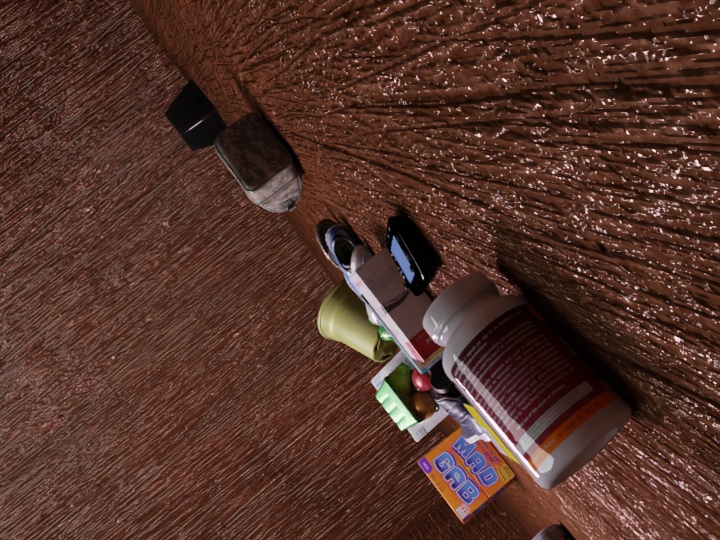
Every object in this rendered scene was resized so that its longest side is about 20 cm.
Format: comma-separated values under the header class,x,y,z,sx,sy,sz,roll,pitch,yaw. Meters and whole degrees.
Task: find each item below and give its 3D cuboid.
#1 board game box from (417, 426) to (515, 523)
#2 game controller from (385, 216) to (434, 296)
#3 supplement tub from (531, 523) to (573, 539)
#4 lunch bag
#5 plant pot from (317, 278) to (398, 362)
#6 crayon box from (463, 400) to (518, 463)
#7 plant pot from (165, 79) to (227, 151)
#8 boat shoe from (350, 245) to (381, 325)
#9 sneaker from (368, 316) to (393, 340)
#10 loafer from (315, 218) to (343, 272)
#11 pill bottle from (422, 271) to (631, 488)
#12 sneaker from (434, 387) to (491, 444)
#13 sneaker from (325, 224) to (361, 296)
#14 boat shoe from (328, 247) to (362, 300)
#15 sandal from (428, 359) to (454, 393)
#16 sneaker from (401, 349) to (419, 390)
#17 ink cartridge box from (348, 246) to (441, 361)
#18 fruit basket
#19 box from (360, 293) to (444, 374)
class,x,y,z,sx,sy,sz,roll,pitch,yaw
board game box,0.312,0.591,2.078,0.200,0.199,0.200,50,174,23
game controller,0.069,-0.019,1.052,0.105,0.042,0.200,52,174,8
supplement tub,0.513,0.745,1.762,0.200,0.122,0.123,48,173,38
lunch bag,-0.230,-0.242,1.662,0.200,0.139,0.168,51,174,23
plant pot,0.018,0.141,1.895,0.184,0.201,0.201,33,164,36
crayon box,0.265,0.291,1.328,0.127,0.051,0.200,52,175,3
plant pot,-0.673,-0.612,2.907,0.200,0.177,0.200,49,174,22
boat shoe,0.040,0.034,1.549,0.071,0.070,0.202,5,126,38
sneaker,0.091,0.137,1.621,0.200,0.084,0.074,34,163,51
loafer,-0.052,-0.046,1.750,0.201,0.076,0.067,56,168,-27
pill bottle,0.154,0.099,0.696,0.200,0.113,0.113,50,174,28
sneaker,0.224,0.304,1.552,0.146,0.077,0.202,41,164,6
sneaker,-0.013,-0.006,1.603,0.201,0.078,0.089,54,-174,-15
boat shoe,0.000,0.000,1.695,0.201,0.072,0.068,53,-168,-19
sandal,0.181,0.219,1.496,0.045,0.075,0.200,55,-178,-7
sneaker,0.170,0.263,1.750,0.201,0.078,0.089,55,177,-22
ink cartridge box,0.074,0.060,1.298,0.201,0.083,0.147,52,174,0
fruit basket,0.140,0.270,1.664,0.186,0.200,0.094,49,-158,16
box,0.092,0.107,1.454,0.201,0.082,0.049,52,176,16
